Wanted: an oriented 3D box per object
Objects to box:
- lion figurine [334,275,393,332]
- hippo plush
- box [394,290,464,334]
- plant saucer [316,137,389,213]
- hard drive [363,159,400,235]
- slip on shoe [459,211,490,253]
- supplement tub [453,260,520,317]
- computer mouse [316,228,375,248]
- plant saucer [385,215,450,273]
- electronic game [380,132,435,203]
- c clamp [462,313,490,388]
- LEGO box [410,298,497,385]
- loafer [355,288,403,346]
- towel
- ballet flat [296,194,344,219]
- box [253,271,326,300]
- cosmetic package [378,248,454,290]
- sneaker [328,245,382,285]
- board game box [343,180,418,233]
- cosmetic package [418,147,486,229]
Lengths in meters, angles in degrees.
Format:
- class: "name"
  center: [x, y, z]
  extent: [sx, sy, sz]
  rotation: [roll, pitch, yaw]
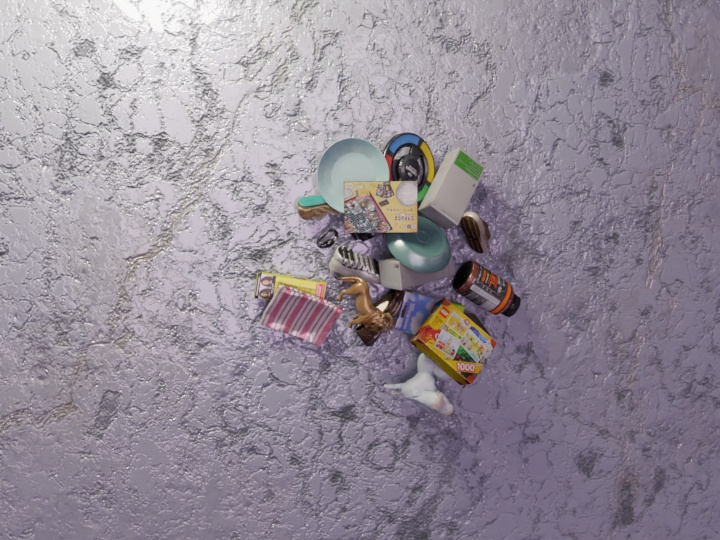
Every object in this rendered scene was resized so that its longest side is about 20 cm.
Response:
- class: "lion figurine"
  center: [0.009, 0.089, 1.588]
  extent: [0.121, 0.073, 0.202]
  rotation: [-16, 107, 30]
- class: "hippo plush"
  center: [0.207, 0.329, 1.707]
  extent: [0.197, 0.159, 0.163]
  rotation: [17, 74, 28]
- class: "box"
  center: [0.203, 0.138, 1.703]
  extent: [0.197, 0.048, 0.124]
  rotation: [15, 95, -14]
- class: "plant saucer"
  center: [-0.019, -0.256, 1.542]
  extent: [0.197, 0.039, 0.205]
  rotation: [1, 100, 5]
- class: "hard drive"
  center: [0.074, -0.210, 1.613]
  extent: [0.138, 0.033, 0.204]
  rotation: [-11, 100, -29]
- class: "slip on shoe"
  center: [0.340, -0.121, 1.638]
  extent: [0.061, 0.075, 0.200]
  rotation: [-54, 146, -12]
- class: "supplement tub"
  center: [0.382, 0.061, 1.699]
  extent: [0.198, 0.107, 0.108]
  rotation: [30, 92, -14]
- class: "computer mouse"
  center: [-0.034, -0.104, 1.617]
  extent: [0.197, 0.034, 0.060]
  rotation: [-16, 102, -18]
- class: "plant saucer"
  center: [0.166, -0.084, 1.569]
  extent: [0.197, 0.202, 0.036]
  rotation: [14, 139, -13]
- class: "electronic game"
  center: [0.135, -0.285, 1.599]
  extent: [0.197, 0.041, 0.204]
  rotation: [-4, 97, -36]
- class: "c clamp"
  center: [0.332, 0.236, 1.728]
  extent: [0.171, 0.027, 0.201]
  rotation: [-43, 119, -16]
- class: "LEGO box"
  center: [0.266, 0.205, 1.625]
  extent: [0.199, 0.077, 0.150]
  rotation: [39, 70, -4]
- class: "loafer"
  center: [0.055, 0.125, 1.658]
  extent: [0.071, 0.073, 0.201]
  rotation: [34, 91, -15]
- class: "towel"
  center: [-0.167, 0.129, 1.601]
  extent: [0.197, 0.030, 0.147]
  rotation: [22, 118, -19]
- class: "ballet flat"
  center: [-0.084, -0.183, 1.594]
  extent: [0.196, 0.071, 0.066]
  rotation: [-9, 139, -15]
- class: "box"
  center: [-0.199, 0.054, 1.610]
  extent: [0.196, 0.050, 0.077]
  rotation: [10, 96, -13]
- class: "cosmetic package"
  center: [0.159, -0.008, 1.614]
  extent: [0.197, 0.106, 0.092]
  rotation: [-16, 102, -28]
- class: "sneaker"
  center: [0.000, 0.000, 1.639]
  extent: [0.198, 0.076, 0.081]
  rotation: [24, 125, -22]
- class: "board game box"
  center: [0.054, -0.169, 1.513]
  extent: [0.196, 0.035, 0.138]
  rotation: [1, 100, 4]
- class: "cosmetic package"
  center: [0.260, -0.232, 1.618]
  extent: [0.107, 0.085, 0.202]
  rotation: [31, 75, -16]
